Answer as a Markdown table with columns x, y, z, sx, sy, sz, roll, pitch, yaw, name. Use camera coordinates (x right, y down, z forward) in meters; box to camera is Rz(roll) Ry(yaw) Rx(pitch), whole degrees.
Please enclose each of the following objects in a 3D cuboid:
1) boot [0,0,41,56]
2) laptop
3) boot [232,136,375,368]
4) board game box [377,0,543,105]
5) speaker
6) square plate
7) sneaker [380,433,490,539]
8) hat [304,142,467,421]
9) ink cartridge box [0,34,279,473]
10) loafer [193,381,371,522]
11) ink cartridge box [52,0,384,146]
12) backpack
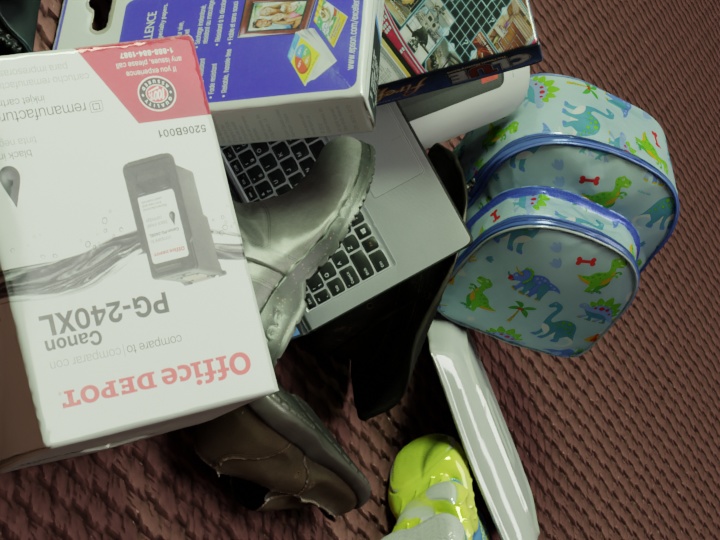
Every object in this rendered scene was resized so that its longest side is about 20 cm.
| x | y | z | sx | sy | sz | roll | pitch | yaw | name |
| --- | --- | --- | --- | --- | --- | --- | --- | --- | --- |
| -0.219 | -0.221 | 1.037 | 0.169 | 0.076 | 0.201 | -82 | 152 | -50 | boot |
| -0.053 | -0.060 | 1.196 | 0.188 | 0.199 | 0.116 | 61 | -6 | 5 | laptop |
| -0.078 | -0.033 | 1.128 | 0.131 | 0.070 | 0.201 | 32 | 51 | -6 | boot |
| 0.031 | -0.214 | 1.237 | 0.035 | 0.135 | 0.201 | 53 | 24 | -72 | board game box |
| 0.039 | -0.127 | 1.381 | 0.200 | 0.081 | 0.082 | -24 | 97 | -49 | speaker |
| 0.098 | 0.129 | 1.489 | 0.198 | 0.028 | 0.201 | -82 | 151 | -80 | square plate |
| 0.060 | 0.211 | 1.371 | 0.105 | 0.075 | 0.200 | 61 | 26 | -28 | sneaker |
| 0.000 | 0.000 | 1.330 | 0.080 | 0.201 | 0.202 | 17 | 49 | -14 | hat |
| -0.140 | -0.010 | 1.000 | 0.145 | 0.083 | 0.201 | -12 | 85 | -36 | ink cartridge box |
| -0.056 | 0.117 | 1.209 | 0.073 | 0.071 | 0.200 | 49 | -1 | 32 | loafer |
| -0.084 | -0.160 | 1.168 | 0.044 | 0.198 | 0.199 | 75 | 16 | -51 | ink cartridge box |
| 0.151 | -0.038 | 1.504 | 0.182 | 0.200 | 0.148 | 20 | 39 | -17 | backpack |
